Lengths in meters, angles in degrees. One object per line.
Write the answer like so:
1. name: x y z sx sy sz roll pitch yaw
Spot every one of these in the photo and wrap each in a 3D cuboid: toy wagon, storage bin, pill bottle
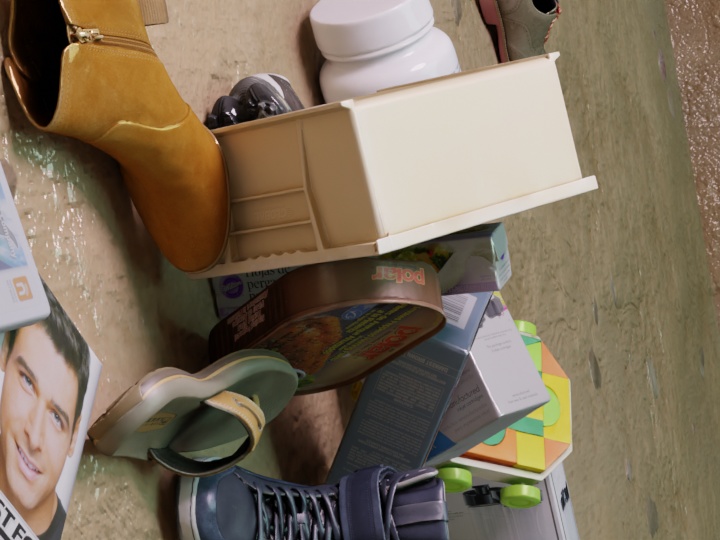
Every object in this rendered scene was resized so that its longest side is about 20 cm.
1. toy wagon: 0.084 0.103 1.682 0.200 0.040 0.155 16 61 -30
2. storage bin: 0.005 -0.066 1.337 0.200 0.199 0.094 -18 97 -42
3. pill bottle: 0.032 -0.129 1.691 0.113 0.113 0.200 -66 143 -58

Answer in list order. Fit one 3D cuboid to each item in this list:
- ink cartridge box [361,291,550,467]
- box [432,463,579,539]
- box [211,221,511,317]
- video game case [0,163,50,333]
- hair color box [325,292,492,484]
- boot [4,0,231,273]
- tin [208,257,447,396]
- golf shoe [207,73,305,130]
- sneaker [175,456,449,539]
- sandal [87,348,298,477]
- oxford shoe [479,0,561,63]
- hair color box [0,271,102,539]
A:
1. ink cartridge box: 0.046 0.038 1.587 0.068 0.115 0.200 -12 72 -47
2. box: 0.126 0.223 1.800 0.060 0.117 0.200 -51 129 -66
3. box: 0.000 0.000 1.399 0.041 0.200 0.039 -41 123 -68
4. video game case: -0.228 -0.057 0.940 0.182 0.023 0.200 -17 87 -62
5. hair color box: 0.027 0.104 1.485 0.099 0.061 0.200 -61 173 -60
6. boot: -0.148 -0.085 1.231 0.144 0.071 0.201 -23 101 -65
7. tin: -0.023 0.038 1.347 0.112 0.200 0.042 9 66 -29
8. golf shoe: -0.042 -0.049 1.495 0.094 0.078 0.200 -59 137 -63
9. sneaker: -0.023 0.157 1.349 0.202 0.146 0.077 32 53 -64
10. sandal: -0.093 0.094 1.260 0.054 0.080 0.200 46 17 16
11. oxford shoe: 0.184 -0.260 2.258 0.200 0.075 0.070 59 28 -49
12. hair color box: -0.189 0.096 1.016 0.099 0.061 0.200 62 26 -43
